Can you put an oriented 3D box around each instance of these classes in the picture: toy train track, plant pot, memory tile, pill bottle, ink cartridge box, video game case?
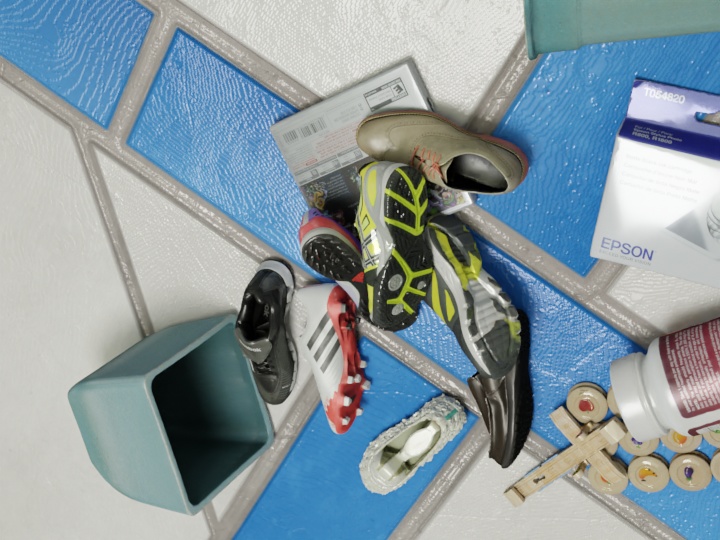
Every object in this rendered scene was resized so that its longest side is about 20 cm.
[{"bbox_3d":[0.243,0.240,1.376,0.115,0.033,0.200,47,128,2],"label":"toy train track"},{"bbox_3d":[0.259,-0.301,1.071,0.196,0.200,0.201,3,113,13],"label":"plant pot"},{"bbox_3d":[0.353,0.195,1.334,0.200,0.017,0.154,-10,107,25],"label":"memory tile"},{"bbox_3d":[0.382,0.112,1.223,0.200,0.114,0.114,-21,102,23],"label":"pill bottle"},{"bbox_3d":[0.361,-0.084,1.198,0.199,0.041,0.200,15,116,16],"label":"ink cartridge box"},{"bbox_3d":[0.013,-0.127,1.336,0.200,0.023,0.182,-21,102,27],"label":"video game case"},{"bbox_3d":[-0.268,0.187,1.494,0.200,0.196,0.197,-4,110,33],"label":"plant pot"}]

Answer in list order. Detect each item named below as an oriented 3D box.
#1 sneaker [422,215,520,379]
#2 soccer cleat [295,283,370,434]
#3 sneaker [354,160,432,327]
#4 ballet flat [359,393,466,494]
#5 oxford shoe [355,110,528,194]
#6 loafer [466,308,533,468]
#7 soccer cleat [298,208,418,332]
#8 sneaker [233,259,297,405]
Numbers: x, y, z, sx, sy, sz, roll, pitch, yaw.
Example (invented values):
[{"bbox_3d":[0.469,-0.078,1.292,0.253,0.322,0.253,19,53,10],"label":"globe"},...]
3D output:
[{"bbox_3d":[0.120,0.036,1.315,0.085,0.074,0.200,-44,64,57],"label":"sneaker"},{"bbox_3d":[-0.040,0.110,1.437,0.085,0.069,0.200,7,111,29],"label":"soccer cleat"},{"bbox_3d":[0.033,-0.031,1.282,0.076,0.075,0.200,31,125,47],"label":"sneaker"},{"bbox_3d":[0.055,0.230,1.446,0.072,0.072,0.200,42,121,1],"label":"ballet flat"},{"bbox_3d":[0.084,-0.130,1.250,0.200,0.075,0.071,13,114,14],"label":"oxford shoe"},{"bbox_3d":[0.166,0.140,1.363,0.071,0.073,0.200,5,104,25],"label":"loafer"},{"bbox_3d":[0.000,0.000,1.357,0.068,0.073,0.200,-36,126,18],"label":"soccer cleat"},{"bbox_3d":[-0.126,0.092,1.446,0.066,0.090,0.200,10,115,20],"label":"sneaker"}]
